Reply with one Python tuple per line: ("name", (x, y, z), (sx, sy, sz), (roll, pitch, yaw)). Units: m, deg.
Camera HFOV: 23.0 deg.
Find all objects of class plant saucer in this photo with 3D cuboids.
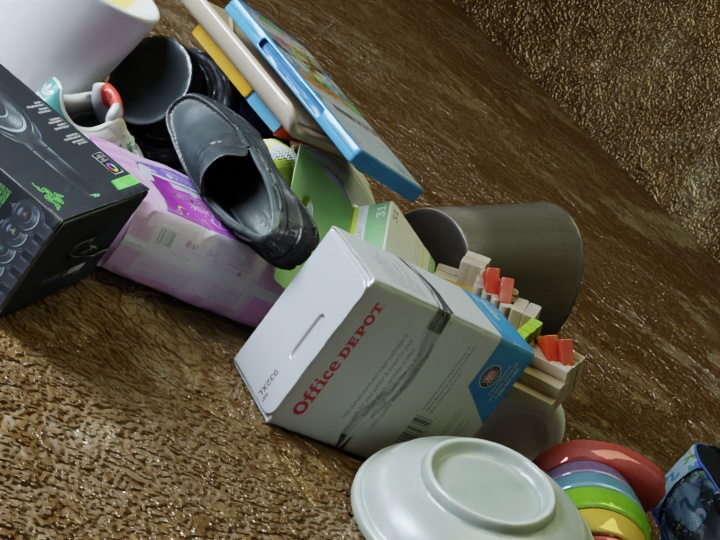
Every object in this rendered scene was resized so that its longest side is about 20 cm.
("plant saucer", (0.093, 0.179, 1.351), (0.198, 0.051, 0.201), (15, 29, -8))

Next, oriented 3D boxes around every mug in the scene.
("mug", (-0.271, -0.205, 1.548), (0.149, 0.154, 0.187), (39, 15, 5))

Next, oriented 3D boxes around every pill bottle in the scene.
("pill bottle", (0.101, 0.098, 1.616), (0.110, 0.111, 0.200), (28, 18, -34))
("pill bottle", (-0.149, -0.136, 1.629), (0.112, 0.112, 0.200), (46, 2, 28))

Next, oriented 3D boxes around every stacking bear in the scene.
("stacking bear", (0.191, 0.237, 1.442), (0.113, 0.122, 0.201), (35, 23, -17))

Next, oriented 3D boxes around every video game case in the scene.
("video game case", (-0.032, -0.152, 1.584), (0.200, 0.018, 0.143), (52, 12, 25))

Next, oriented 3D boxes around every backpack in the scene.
("backpack", (0.351, 0.261, 1.651), (0.182, 0.147, 0.200), (34, 12, -11))

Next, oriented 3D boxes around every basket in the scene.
("basket", (0.116, 0.004, 1.815), (0.136, 0.182, 0.199), (36, 16, 33))

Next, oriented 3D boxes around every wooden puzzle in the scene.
("wooden puzzle", (-0.080, -0.169, 1.605), (0.185, 0.037, 0.200), (51, 10, 21))

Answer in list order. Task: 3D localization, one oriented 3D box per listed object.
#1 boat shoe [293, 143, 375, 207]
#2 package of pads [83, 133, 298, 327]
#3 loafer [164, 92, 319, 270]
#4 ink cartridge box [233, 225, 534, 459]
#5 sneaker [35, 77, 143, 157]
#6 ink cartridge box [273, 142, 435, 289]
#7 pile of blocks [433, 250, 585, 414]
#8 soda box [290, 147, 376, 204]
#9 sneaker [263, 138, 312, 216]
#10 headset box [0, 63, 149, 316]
("boat shoe", (-0.016, -0.026, 1.689), (0.069, 0.071, 0.202), (-75, 149, -66))
("package of pads", (-0.153, -0.030, 1.465), (0.199, 0.076, 0.121), (23, 17, -46))
("loafer", (-0.105, -0.082, 1.448), (0.201, 0.068, 0.070), (51, 10, 33))
("ink cartridge box", (0.020, 0.072, 1.438), (0.199, 0.146, 0.084), (25, 19, -40))
("sneaker", (-0.214, -0.105, 1.506), (0.199, 0.094, 0.070), (20, 23, -49))
("ink cartridge box", (0.000, 0.000, 1.543), (0.200, 0.048, 0.147), (53, 37, -46))
("pile of blocks", (0.118, 0.041, 1.541), (0.081, 0.063, 0.200), (-11, 38, -34))
("soda box", (-0.054, -0.068, 1.815), (0.199, 0.068, 0.064), (33, 16, -21))
("sneaker", (-0.065, -0.040, 1.606), (0.105, 0.075, 0.201), (36, -30, 55))
("headset box", (-0.268, -0.067, 1.275), (0.200, 0.093, 0.174), (40, 16, 5))
